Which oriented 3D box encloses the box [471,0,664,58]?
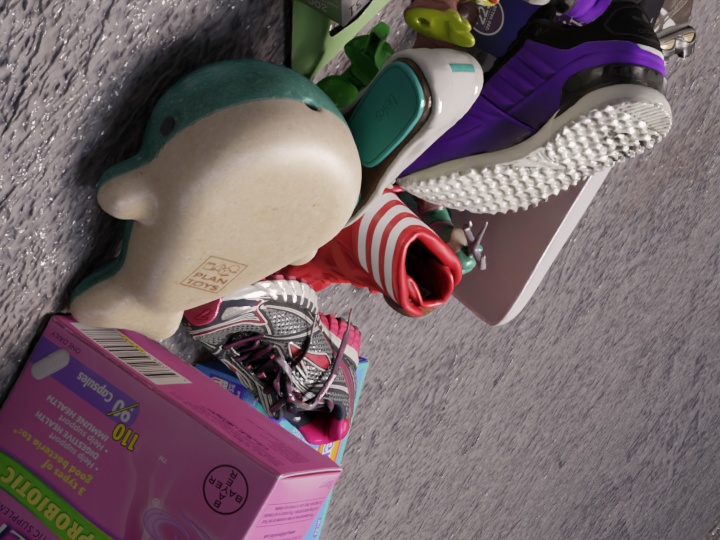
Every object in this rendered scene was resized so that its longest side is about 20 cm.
[{"bbox_3d":[0.135,-0.228,1.583,0.079,0.141,0.200,-30,146,-48],"label":"box"}]

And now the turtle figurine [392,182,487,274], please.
[{"bbox_3d":[0.067,-0.082,1.639,0.150,0.101,0.200,-56,-172,-5],"label":"turtle figurine"}]

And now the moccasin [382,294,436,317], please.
[{"bbox_3d":[0.083,-0.050,1.845,0.202,0.074,0.078,-62,154,-15],"label":"moccasin"}]

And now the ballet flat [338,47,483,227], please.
[{"bbox_3d":[0.009,-0.074,1.463,0.069,0.069,0.200,-40,-179,-39],"label":"ballet flat"}]

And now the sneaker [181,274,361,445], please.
[{"bbox_3d":[-0.051,0.055,1.607,0.200,0.081,0.075,33,50,-57],"label":"sneaker"}]

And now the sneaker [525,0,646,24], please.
[{"bbox_3d":[0.182,-0.222,1.468,0.200,0.099,0.070,-59,-174,40],"label":"sneaker"}]

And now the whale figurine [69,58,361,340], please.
[{"bbox_3d":[-0.092,-0.042,1.429,0.159,0.104,0.200,13,134,-40],"label":"whale figurine"}]

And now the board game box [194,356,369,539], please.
[{"bbox_3d":[-0.072,0.135,1.749,0.200,0.045,0.152,-4,111,-65],"label":"board game box"}]

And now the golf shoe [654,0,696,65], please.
[{"bbox_3d":[0.195,-0.197,1.893,0.200,0.078,0.095,-30,130,-54],"label":"golf shoe"}]

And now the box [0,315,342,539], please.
[{"bbox_3d":[-0.143,0.155,1.466,0.200,0.176,0.097,-60,160,10],"label":"box"}]

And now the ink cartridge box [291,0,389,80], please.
[{"bbox_3d":[0.015,-0.200,1.488,0.146,0.048,0.200,-47,155,-27],"label":"ink cartridge box"}]

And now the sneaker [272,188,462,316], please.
[{"bbox_3d":[0.000,0.000,1.608,0.078,0.116,0.200,-42,170,-13],"label":"sneaker"}]

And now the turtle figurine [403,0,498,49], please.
[{"bbox_3d":[0.075,-0.197,1.455,0.161,0.064,0.200,-63,-178,-26],"label":"turtle figurine"}]

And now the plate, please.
[{"bbox_3d":[0.112,-0.070,1.724,0.032,0.200,0.200,30,94,-30],"label":"plate"}]

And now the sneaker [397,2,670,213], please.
[{"bbox_3d":[0.105,-0.103,1.485,0.070,0.200,0.100,21,60,-41],"label":"sneaker"}]

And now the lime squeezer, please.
[{"bbox_3d":[-0.012,-0.104,1.524,0.200,0.038,0.071,-48,-166,48],"label":"lime squeezer"}]
